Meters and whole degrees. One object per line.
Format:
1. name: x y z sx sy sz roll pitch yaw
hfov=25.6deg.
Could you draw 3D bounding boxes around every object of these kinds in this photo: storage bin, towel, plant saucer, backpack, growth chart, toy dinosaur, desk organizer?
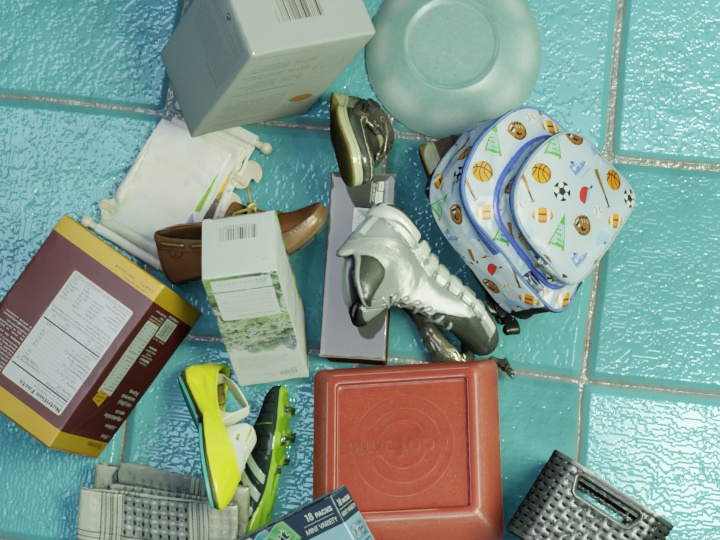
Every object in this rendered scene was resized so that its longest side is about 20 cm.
1. storage bin: 0.226 0.259 1.591 0.135 0.200 0.094 33 86 10
2. towel: -0.216 0.310 1.685 0.192 0.035 0.201 6 89 19
3. plant saucer: 0.103 -0.249 1.769 0.200 0.039 0.202 -1 81 5
4. plant saucer: 0.045 0.185 1.638 0.198 0.037 0.201 -4 65 9
5. backpack: 0.171 -0.068 1.630 0.190 0.154 0.200 42 61 -10
6. growth chart: -0.203 -0.093 1.786 0.144 0.018 0.200 36 86 10
7. toy dinosaur: 0.113 0.100 1.710 0.088 0.047 0.201 -27 76 8
8. desk organizer: 0.000 0.000 1.720 0.071 0.077 0.201 3 81 5

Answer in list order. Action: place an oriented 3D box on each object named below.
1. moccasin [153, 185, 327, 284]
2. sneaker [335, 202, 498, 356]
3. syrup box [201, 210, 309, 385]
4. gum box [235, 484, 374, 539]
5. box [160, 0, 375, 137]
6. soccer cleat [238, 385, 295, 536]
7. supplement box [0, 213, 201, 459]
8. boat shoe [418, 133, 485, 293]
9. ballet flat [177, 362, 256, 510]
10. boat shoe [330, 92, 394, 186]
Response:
1. moccasin: -0.130 -0.043 1.709 0.200 0.074 0.078 -10 112 27
2. sneaker: 0.046 0.037 1.648 0.115 0.075 0.200 -44 97 -23
3. syrup box: -0.108 0.033 1.660 0.078 0.200 0.082 -7 53 4
4. gum box: -0.042 0.343 1.598 0.169 0.045 0.201 -30 88 24
5. box: -0.103 -0.241 1.684 0.152 0.200 0.107 -16 78 -30
6. soccer cleat: -0.122 0.219 1.704 0.081 0.068 0.201 11 84 11
7. supplement box: -0.295 0.076 1.676 0.133 0.197 0.200 35 85 10
8. boat shoe: 0.127 -0.058 1.718 0.065 0.073 0.201 -26 80 5
9. ballet flat: -0.146 0.167 1.676 0.067 0.067 0.200 -14 40 -7
10. boat shoe: 0.003 -0.147 1.685 0.064 0.200 0.074 -5 116 -3
